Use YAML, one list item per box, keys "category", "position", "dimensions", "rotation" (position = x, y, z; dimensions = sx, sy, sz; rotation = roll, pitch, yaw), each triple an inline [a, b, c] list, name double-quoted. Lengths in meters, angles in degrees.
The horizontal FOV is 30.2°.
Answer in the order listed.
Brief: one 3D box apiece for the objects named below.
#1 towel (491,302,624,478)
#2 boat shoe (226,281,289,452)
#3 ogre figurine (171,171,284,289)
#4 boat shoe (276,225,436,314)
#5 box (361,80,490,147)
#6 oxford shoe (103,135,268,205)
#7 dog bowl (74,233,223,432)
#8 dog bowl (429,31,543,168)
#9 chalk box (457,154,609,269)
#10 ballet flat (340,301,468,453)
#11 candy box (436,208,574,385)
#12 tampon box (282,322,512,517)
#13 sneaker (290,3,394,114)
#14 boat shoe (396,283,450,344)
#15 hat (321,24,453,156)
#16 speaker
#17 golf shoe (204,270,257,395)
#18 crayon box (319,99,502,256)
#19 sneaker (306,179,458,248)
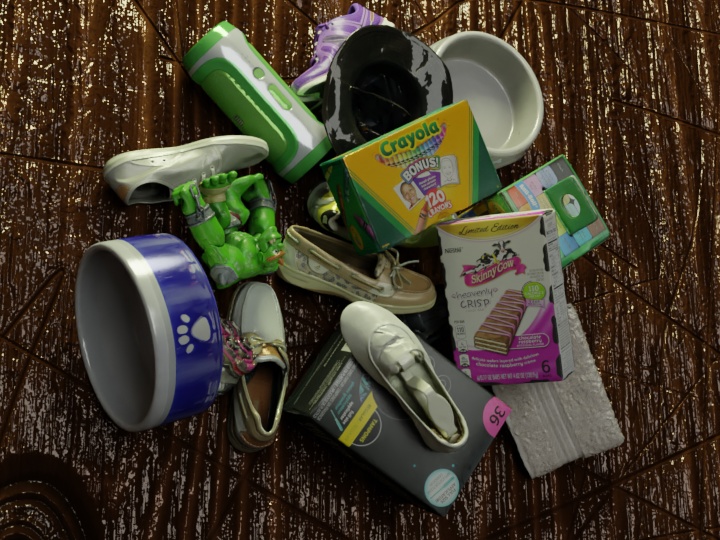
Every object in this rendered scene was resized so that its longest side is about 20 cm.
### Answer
- category: "towel"
  position: [0.237, 0.149, 1.663]
  dimensions: [0.132, 0.034, 0.201]
  rotation: [-22, 98, 9]
- category: "boat shoe"
  position: [-0.112, 0.104, 1.530]
  dimensions: [0.074, 0.068, 0.201]
  rotation: [6, 70, -27]
- category: "ogre figurine"
  position: [-0.143, -0.047, 1.530]
  dimensions: [0.098, 0.200, 0.121]
  rotation: [-17, 90, 2]
- category: "boat shoe"
  position: [0.000, 0.000, 1.596]
  dimensions: [0.199, 0.063, 0.073]
  rotation: [13, 29, -10]
- category: "box"
  position: [0.068, -0.166, 1.739]
  dimensions: [0.199, 0.035, 0.111]
  rotation: [-26, 86, -32]
- category: "oxford shoe"
  position: [-0.199, -0.114, 1.553]
  dimensions: [0.199, 0.075, 0.058]
  rotation: [-13, 69, -24]
- category: "dog bowl"
  position: [-0.226, 0.064, 1.405]
  dimensions: [0.078, 0.200, 0.201]
  rotation: [-12, 79, -33]
- category: "dog bowl"
  position: [0.154, -0.222, 1.749]
  dimensions: [0.199, 0.059, 0.201]
  rotation: [10, 67, -25]
- category: "chalk box"
  position: [0.217, -0.054, 1.683]
  dimensions: [0.123, 0.200, 0.125]
  rotation: [-30, 88, -32]
- category: "ballet flat"
  position: [0.055, 0.114, 1.443]
  dimensions: [0.069, 0.069, 0.200]
  rotation: [-41, 100, -32]
- category: "candy box"
  position: [0.174, 0.033, 1.596]
  dimensions: [0.061, 0.136, 0.201]
  rotation: [-20, 103, -66]
- category: "tampon box"
  position: [0.041, 0.161, 1.538]
  dimensions: [0.200, 0.126, 0.150]
  rotation: [37, 78, -13]
- category: "sneaker"
  position: [-0.038, -0.273, 1.708]
  dimensions: [0.083, 0.081, 0.200]
  rotation: [37, 50, 3]
- category: "boat shoe"
  position: [0.066, 0.061, 1.642]
  dimensions: [0.198, 0.066, 0.075]
  rotation: [-16, 82, -31]
- category: "hat"
  position: [0.022, -0.198, 1.656]
  dimensions: [0.199, 0.081, 0.202]
  rotation: [3, 82, -26]
- category: "speaker"
  position: [-0.123, -0.203, 1.618]
  dimensions: [0.200, 0.088, 0.088]
  rotation: [48, 58, -6]
- category: "golf shoe"
  position: [-0.201, 0.053, 1.495]
  dimensions: [0.201, 0.092, 0.073]
  rotation: [58, 18, 23]
- category: "crayon box"
  position: [0.062, -0.112, 1.588]
  dimensions: [0.199, 0.058, 0.119]
  rotation: [-28, 99, -30]
- category: "sneaker"
  position: [0.032, -0.055, 1.645]
  dimensions: [0.199, 0.076, 0.077]
  rotation: [7, 29, -17]
